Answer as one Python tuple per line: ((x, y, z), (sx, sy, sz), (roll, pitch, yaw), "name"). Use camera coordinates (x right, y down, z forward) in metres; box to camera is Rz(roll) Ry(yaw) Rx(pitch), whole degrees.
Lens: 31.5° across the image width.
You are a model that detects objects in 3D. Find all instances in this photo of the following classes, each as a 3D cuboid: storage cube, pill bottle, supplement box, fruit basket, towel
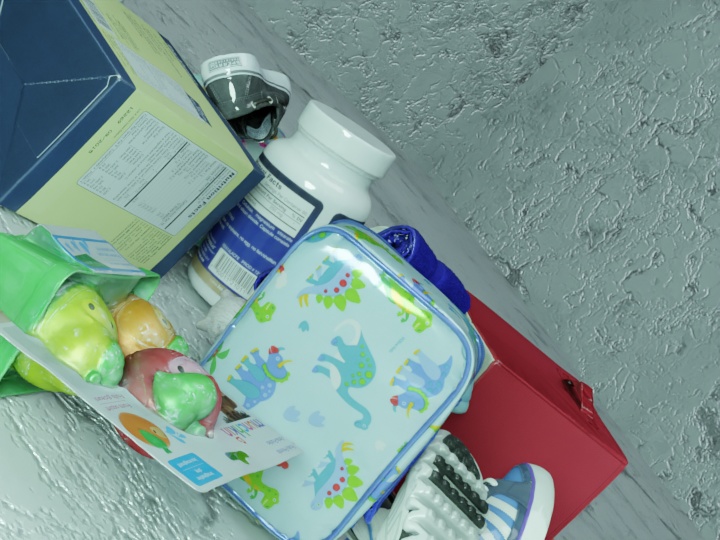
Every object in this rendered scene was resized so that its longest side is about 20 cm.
((0.114, 0.153, 1.229), (0.179, 0.200, 0.171), (37, 14, -22), "storage cube")
((-0.061, -0.048, 1.170), (0.115, 0.201, 0.116), (34, 11, -7), "pill bottle")
((-0.218, -0.129, 1.040), (0.200, 0.134, 0.200), (54, 11, 32), "supplement box")
((-0.133, 0.053, 0.755), (0.199, 0.094, 0.185), (30, 6, 14), "fruit basket")
((0.010, 0.028, 1.120), (0.200, 0.147, 0.050), (40, 35, -65), "towel")

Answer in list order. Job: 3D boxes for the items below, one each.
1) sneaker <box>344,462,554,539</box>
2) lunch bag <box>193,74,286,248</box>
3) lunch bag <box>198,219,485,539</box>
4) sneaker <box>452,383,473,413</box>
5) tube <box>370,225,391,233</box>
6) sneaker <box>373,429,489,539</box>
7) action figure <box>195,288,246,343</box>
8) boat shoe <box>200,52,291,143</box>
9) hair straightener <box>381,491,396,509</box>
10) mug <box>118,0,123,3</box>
((0.062, 0.196, 0.983), (0.146, 0.081, 0.200), (26, 39, 1), "sneaker")
((-0.159, -0.107, 1.271), (0.199, 0.122, 0.171), (28, 21, -30), "lunch bag")
((-0.022, 0.081, 0.881), (0.161, 0.200, 0.082), (40, 11, 6), "lunch bag")
((0.020, 0.110, 1.136), (0.074, 0.199, 0.083), (14, 68, -36), "sneaker")
((0.000, 0.000, 1.249), (0.200, 0.052, 0.058), (149, -63, -75), "tube")
((0.033, 0.190, 0.874), (0.075, 0.081, 0.200), (49, 37, -21), "sneaker")
((-0.045, 0.078, 1.054), (0.193, 0.105, 0.200), (33, 8, -11), "action figure")
((-0.100, -0.153, 1.199), (0.200, 0.069, 0.067), (33, 44, -85), "boat shoe")
((-0.013, 0.161, 1.084), (0.077, 0.041, 0.200), (40, 13, -41), "hair straightener")
((-0.353, -0.368, 1.430), (0.199, 0.148, 0.176), (-2, 50, -37), "mug")
